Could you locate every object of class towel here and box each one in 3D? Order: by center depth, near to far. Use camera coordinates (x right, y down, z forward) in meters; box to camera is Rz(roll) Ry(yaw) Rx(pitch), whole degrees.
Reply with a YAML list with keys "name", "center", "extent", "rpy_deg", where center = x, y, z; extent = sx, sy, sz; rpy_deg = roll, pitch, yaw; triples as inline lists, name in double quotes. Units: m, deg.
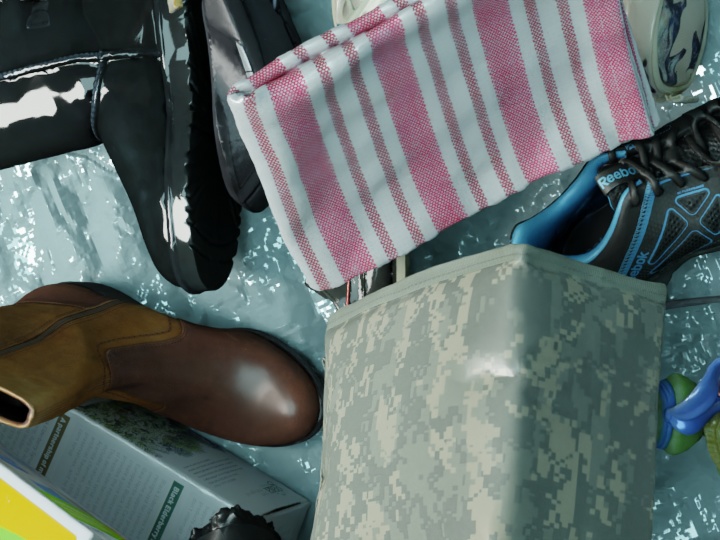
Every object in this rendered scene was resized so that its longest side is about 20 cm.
- name: "towel"
  center: [0.043, -0.078, 1.226]
  extent: [0.200, 0.146, 0.030]
  rpy_deg: [-27, 46, -3]

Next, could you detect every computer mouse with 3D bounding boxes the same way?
- name: "computer mouse"
  center: [-0.063, -0.130, 1.359]
  extent: [0.046, 0.140, 0.200]
  rpy_deg: [-4, 92, 19]

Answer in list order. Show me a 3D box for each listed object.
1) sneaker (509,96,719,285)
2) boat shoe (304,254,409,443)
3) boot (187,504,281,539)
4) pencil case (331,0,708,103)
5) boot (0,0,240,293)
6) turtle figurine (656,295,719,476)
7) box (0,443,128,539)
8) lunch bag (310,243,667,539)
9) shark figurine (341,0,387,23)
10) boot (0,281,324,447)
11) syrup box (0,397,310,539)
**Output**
- name: "sneaker"
  center: [0.166, -0.043, 1.297]
  extent: [0.200, 0.082, 0.073]
  rpy_deg: [-40, 54, 18]
- name: "boat shoe"
  center: [0.000, 0.000, 1.375]
  extent: [0.063, 0.074, 0.202]
  rpy_deg: [-3, 97, 3]
- name: "boot"
  center: [-0.056, 0.197, 1.268]
  extent: [0.073, 0.198, 0.163]
  rpy_deg: [-7, 61, -2]
- name: "pencil case"
  center: [0.085, -0.138, 1.333]
  extent: [0.200, 0.078, 0.090]
  rpy_deg: [10, 109, 21]
- name: "boot"
  center: [-0.158, -0.079, 1.429]
  extent: [0.162, 0.073, 0.199]
  rpy_deg: [-7, 85, 19]
- name: "turtle figurine"
  center: [0.231, 0.073, 1.293]
  extent: [0.193, 0.200, 0.144]
  rpy_deg: [4, 65, -1]
- name: "box"
  center: [-0.215, 0.141, 1.341]
  extent: [0.200, 0.112, 0.101]
  rpy_deg: [33, 85, 28]
- name: "lunch bag"
  center: [0.049, 0.090, 1.254]
  extent: [0.200, 0.117, 0.164]
  rpy_deg: [-15, 65, 51]
- name: "shark figurine"
  center: [0.029, -0.106, 1.299]
  extent: [0.215, 0.089, 0.128]
  rpy_deg: [-61, 29, 30]
- name: "boot"
  center: [-0.132, 0.055, 1.367]
  extent: [0.188, 0.200, 0.069]
  rpy_deg: [29, 104, 17]
- name: "syrup box"
  center: [-0.138, 0.122, 1.440]
  extent: [0.200, 0.079, 0.082]
  rpy_deg: [30, 104, 17]
